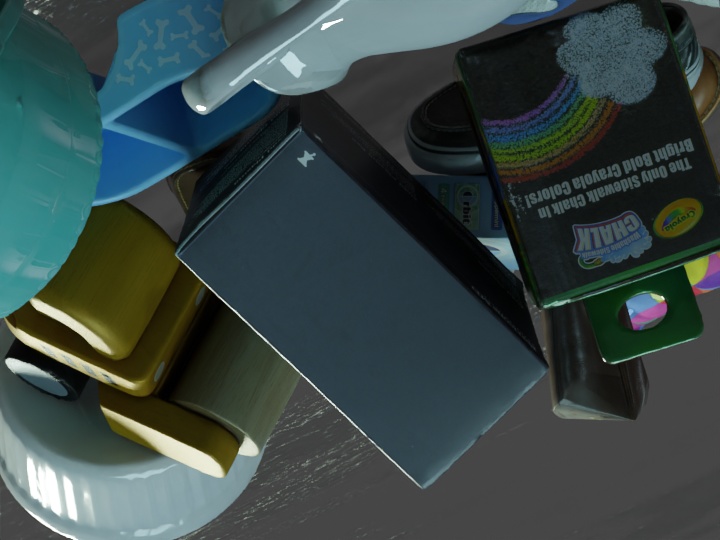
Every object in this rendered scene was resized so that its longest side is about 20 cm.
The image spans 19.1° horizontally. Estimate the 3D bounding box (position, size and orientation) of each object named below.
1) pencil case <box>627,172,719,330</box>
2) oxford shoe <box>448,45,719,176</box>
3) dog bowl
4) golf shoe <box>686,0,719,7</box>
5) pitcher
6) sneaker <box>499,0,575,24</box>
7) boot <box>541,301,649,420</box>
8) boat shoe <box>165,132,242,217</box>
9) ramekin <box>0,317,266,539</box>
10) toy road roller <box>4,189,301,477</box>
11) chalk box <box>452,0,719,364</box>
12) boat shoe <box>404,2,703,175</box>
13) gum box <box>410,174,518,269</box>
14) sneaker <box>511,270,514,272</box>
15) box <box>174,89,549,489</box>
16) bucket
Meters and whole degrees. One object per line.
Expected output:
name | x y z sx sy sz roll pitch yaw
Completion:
pencil case | 0.261 -0.015 1.686 0.200 0.089 0.088 -30 154 36
oxford shoe | 0.146 -0.095 1.413 0.199 0.072 0.071 -23 168 20
dog bowl | -0.129 -0.097 1.264 0.199 0.050 0.111 -29 155 29
golf shoe | 0.206 -0.190 1.244 0.199 0.073 0.092 19 148 -39
pitcher | 0.006 -0.153 1.085 0.200 0.121 0.172 -29 -167 41
sneaker | 0.118 -0.184 1.128 0.075 0.088 0.200 40 136 -10
boot | 0.189 0.024 1.568 0.186 0.201 0.064 3 153 -38
boat shoe | -0.076 -0.039 1.417 0.072 0.068 0.200 -18 158 9
ramekin | -0.164 0.082 1.489 0.199 0.201 0.098 -12 150 -8
toy road roller | -0.138 0.030 1.370 0.199 0.123 0.146 24 160 11
chalk box | 0.142 -0.049 1.260 0.124 0.201 0.124 -18 -179 2
boat shoe | 0.118 -0.125 1.357 0.199 0.072 0.071 -21 144 0
gum box | 0.058 -0.030 1.434 0.199 0.045 0.170 1 173 8
sneaker | 0.052 0.033 1.551 0.200 0.076 0.081 -41 162 -39
box | 0.000 0.000 1.256 0.104 0.200 0.182 -45 -170 9
bucket | -0.238 -0.068 1.070 0.206 0.208 0.135 -25 159 23
